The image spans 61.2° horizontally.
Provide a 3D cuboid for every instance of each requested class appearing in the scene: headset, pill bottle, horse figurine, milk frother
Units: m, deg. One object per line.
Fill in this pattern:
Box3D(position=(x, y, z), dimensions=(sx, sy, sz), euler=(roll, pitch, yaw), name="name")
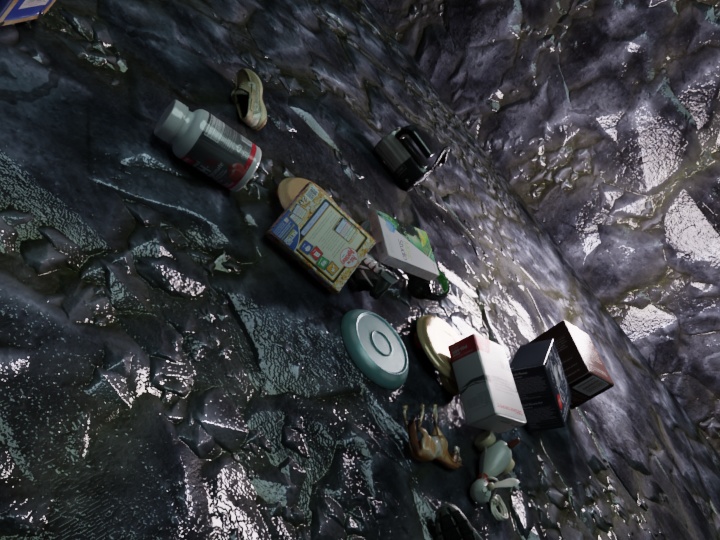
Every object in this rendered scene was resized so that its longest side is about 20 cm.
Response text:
Box3D(position=(0.159, 0.009, 1.628), dimensions=(0.199, 0.094, 0.124), euler=(14, 41, -24), name="headset")
Box3D(position=(-0.313, -0.258, 1.248), dimensions=(0.200, 0.111, 0.111), euler=(32, 32, -30), name="pill bottle")
Box3D(position=(0.139, 0.338, 1.230), dimensions=(0.200, 0.050, 0.133), euler=(22, 55, -55), name="horse figurine")
Box3D(position=(0.184, -0.402, 2.075), dimensions=(0.188, 0.180, 0.200), euler=(52, 31, 3), name="milk frother")

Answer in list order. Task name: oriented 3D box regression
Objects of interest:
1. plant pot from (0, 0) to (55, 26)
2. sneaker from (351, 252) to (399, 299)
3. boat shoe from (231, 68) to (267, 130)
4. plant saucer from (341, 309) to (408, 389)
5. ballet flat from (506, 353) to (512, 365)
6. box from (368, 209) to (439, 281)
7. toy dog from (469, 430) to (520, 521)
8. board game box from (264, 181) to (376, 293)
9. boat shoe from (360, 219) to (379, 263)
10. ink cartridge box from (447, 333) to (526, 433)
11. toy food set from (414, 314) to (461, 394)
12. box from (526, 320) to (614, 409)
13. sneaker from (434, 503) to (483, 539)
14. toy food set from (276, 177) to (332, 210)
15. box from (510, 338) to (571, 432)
Box3D(position=(-0.629, -0.550, 1.062), dimensions=(0.180, 0.200, 0.200), euler=(49, 27, -16), name="plant pot")
Box3D(position=(0.000, 0.000, 1.436), dimensions=(0.200, 0.091, 0.066), euler=(39, 6, 41), name="sneaker")
Box3D(position=(-0.293, -0.449, 1.558), dimensions=(0.065, 0.072, 0.201), euler=(17, 47, -47), name="boat shoe")
Box3D(position=(0.040, 0.165, 1.337), dimensions=(0.200, 0.027, 0.201), euler=(36, 32, -26), name="plant saucer")
Box3D(position=(0.365, 0.275, 1.640), dimensions=(0.200, 0.072, 0.072), euler=(-8, 62, -57), name="ballet flat")
Box3D(position=(0.112, -0.062, 1.560), dimensions=(0.200, 0.036, 0.145), euler=(20, 46, -42), name="box")
Box3D(position=(0.301, 0.424, 1.325), dimensions=(0.132, 0.096, 0.200), euler=(40, 29, -17), name="toy dog")
Box3D(position=(-0.084, -0.071, 1.330), dimensions=(0.200, 0.046, 0.152), euler=(43, 70, -14), name="board game box")
Box3D(position=(0.033, -0.077, 1.574), dimensions=(0.070, 0.071, 0.201), euler=(36, 30, -24), name="boat shoe")
Box3D(position=(0.296, 0.268, 1.433), dimensions=(0.147, 0.083, 0.201), euler=(26, 43, -42), name="ink cartridge box")
Box3D(position=(0.205, 0.198, 1.514), dimensions=(0.200, 0.049, 0.198), euler=(45, 28, -8), name="toy food set")
Box3D(position=(0.655, 0.300, 1.922), dimensions=(0.166, 0.164, 0.201), euler=(27, 35, -36), name="box")
Box3D(position=(0.199, 0.517, 1.109), dimensions=(0.201, 0.075, 0.079), euler=(62, 16, 9), name="sneaker")
Box3D(position=(-0.115, -0.136, 1.437), dimensions=(0.200, 0.049, 0.198), euler=(54, 30, 11), name="toy food set")
Box3D(position=(0.500, 0.315, 1.686), dimensions=(0.200, 0.104, 0.183), euler=(-33, 103, -62), name="box")
